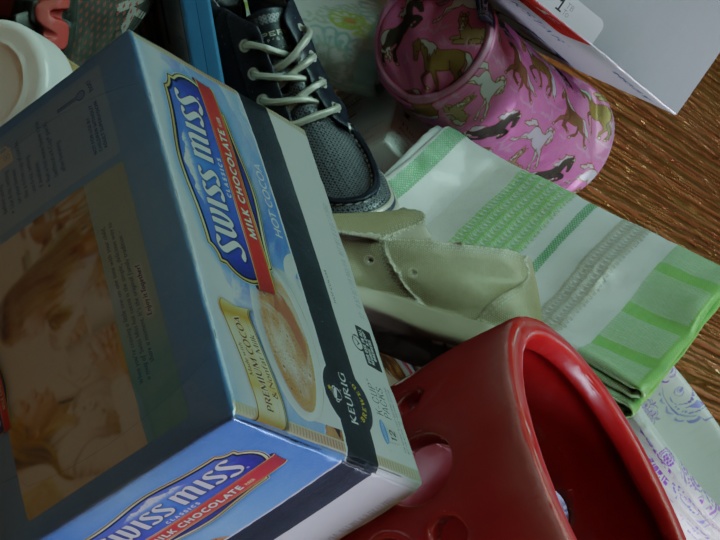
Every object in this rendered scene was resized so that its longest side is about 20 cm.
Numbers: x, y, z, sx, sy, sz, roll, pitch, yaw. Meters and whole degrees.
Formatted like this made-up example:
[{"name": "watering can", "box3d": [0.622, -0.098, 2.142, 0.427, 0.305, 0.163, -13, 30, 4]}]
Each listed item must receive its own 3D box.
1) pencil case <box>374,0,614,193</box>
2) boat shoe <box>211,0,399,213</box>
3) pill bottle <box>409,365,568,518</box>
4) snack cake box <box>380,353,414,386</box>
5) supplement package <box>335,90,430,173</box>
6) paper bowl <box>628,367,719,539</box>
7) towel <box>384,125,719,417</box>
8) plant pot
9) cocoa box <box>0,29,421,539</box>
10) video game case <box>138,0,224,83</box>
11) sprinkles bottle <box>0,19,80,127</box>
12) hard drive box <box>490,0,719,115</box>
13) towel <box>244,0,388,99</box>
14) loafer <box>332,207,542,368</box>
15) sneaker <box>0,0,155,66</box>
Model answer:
[{"name": "pencil case", "box3d": [0.086, -0.110, 1.321, 0.083, 0.087, 0.200, 50, 10, 33]}, {"name": "boat shoe", "box3d": [-0.042, -0.089, 1.165, 0.200, 0.074, 0.093, 42, -38, 49]}, {"name": "pill bottle", "box3d": [0.098, 0.091, 1.260, 0.111, 0.110, 0.201, -94, 168, -55]}, {"name": "snack cake box", "box3d": [-0.014, 0.077, 1.156, 0.200, 0.067, 0.115, 56, 19, 2]}, {"name": "supplement package", "box3d": [0.018, -0.049, 1.362, 0.114, 0.109, 0.200, 49, 21, -16]}, {"name": "paper bowl", "box3d": [0.177, 0.130, 1.436, 0.201, 0.104, 0.201, 47, 15, -17]}, {"name": "towel", "box3d": [0.094, -0.008, 1.179, 0.199, 0.031, 0.149, 26, 42, 18]}, {"name": "plant pot", "box3d": [0.045, 0.146, 0.996, 0.201, 0.182, 0.201, 51, 23, -31]}, {"name": "cocoa box", "box3d": [-0.085, 0.026, 0.928, 0.131, 0.133, 0.201, 28, 37, -50]}, {"name": "video game case", "box3d": [-0.108, -0.162, 1.184, 0.200, 0.018, 0.144, -141, -140, -72]}, {"name": "sprinkles bottle", "box3d": [-0.133, -0.061, 1.065, 0.068, 0.068, 0.200, 64, 14, 23]}, {"name": "hard drive box", "box3d": [0.116, -0.189, 1.320, 0.156, 0.077, 0.200, 35, 1, -27]}, {"name": "towel", "box3d": [-0.045, -0.173, 1.372, 0.170, 0.048, 0.200, 14, 25, 9]}, {"name": "loafer", "box3d": [0.000, 0.000, 1.071, 0.199, 0.076, 0.069, 20, 66, -6]}, {"name": "sneaker", "box3d": [-0.144, -0.175, 1.097, 0.071, 0.202, 0.098, 18, 9, 40]}]
